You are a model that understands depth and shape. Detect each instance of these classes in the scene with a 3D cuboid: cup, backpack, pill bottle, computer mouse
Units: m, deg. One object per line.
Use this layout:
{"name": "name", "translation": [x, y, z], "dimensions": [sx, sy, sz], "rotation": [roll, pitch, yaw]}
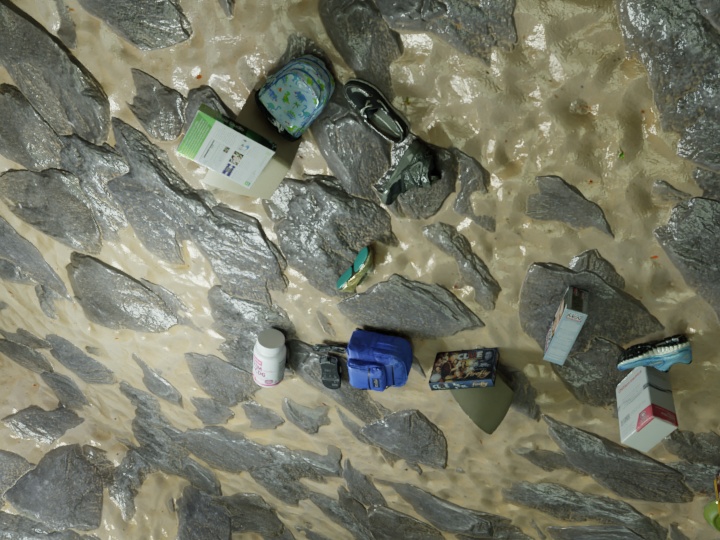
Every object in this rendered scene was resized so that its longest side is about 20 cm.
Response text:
{"name": "cup", "translation": [0.390, 0.381, 1.899], "dimensions": [0.143, 0.200, 0.200], "rotation": [-43, 105, 11]}
{"name": "backpack", "translation": [0.063, 0.301, 1.965], "dimensions": [0.199, 0.168, 0.163], "rotation": [5, 135, 14]}
{"name": "backpack", "translation": [-0.154, -0.429, 1.503], "dimensions": [0.200, 0.154, 0.163], "rotation": [-34, 103, 24]}
{"name": "pill bottle", "translation": [-0.319, 0.306, 2.154], "dimensions": [0.113, 0.114, 0.201], "rotation": [17, 130, 8]}
{"name": "computer mouse", "translation": [-0.078, 0.325, 2.124], "dimensions": [0.139, 0.046, 0.201], "rotation": [-3, 120, 18]}

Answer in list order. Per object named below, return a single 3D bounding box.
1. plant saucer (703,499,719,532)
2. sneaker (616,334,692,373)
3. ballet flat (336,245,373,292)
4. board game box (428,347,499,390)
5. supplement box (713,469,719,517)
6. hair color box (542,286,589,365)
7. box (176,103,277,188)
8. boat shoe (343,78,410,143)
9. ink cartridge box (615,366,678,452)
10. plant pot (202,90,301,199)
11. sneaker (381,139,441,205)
{"name": "plant saucer", "translation": [1.223, 0.807, 1.986], "dimensions": [0.199, 0.031, 0.201], "rotation": [11, 129, 13]}
{"name": "sneaker", "translation": [0.798, 0.247, 1.669], "dimensions": [0.199, 0.078, 0.090], "rotation": [-21, 100, 34]}
{"name": "ballet flat", "translation": [0.000, 0.000, 1.824], "dimensions": [0.070, 0.071, 0.200], "rotation": [34, 131, -7]}
{"name": "board game box", "translation": [0.317, 0.302, 1.881], "dimensions": [0.199, 0.136, 0.035], "rotation": [-10, 122, 27]}
{"name": "supplement box", "translation": [1.177, 0.633, 1.798], "dimensions": [0.196, 0.133, 0.201], "rotation": [8, 129, 16]}
{"name": "hair color box", "translation": [0.564, 0.153, 1.688], "dimensions": [0.060, 0.099, 0.201], "rotation": [17, 131, 9]}
{"name": "box", "translation": [-0.320, -0.293, 1.469], "dimensions": [0.199, 0.036, 0.144], "rotation": [25, 133, -24]}
{"name": "boat shoe", "translation": [0.035, -0.386, 1.500], "dimensions": [0.200, 0.060, 0.074], "rotation": [41, 131, -12]}
{"name": "ink cartridge box", "translation": [0.790, 0.376, 1.706], "dimensions": [0.084, 0.201, 0.146], "rotation": [22, 132, -3]}
{"name": "plant pot", "translation": [-0.271, -0.308, 1.610], "dimensions": [0.176, 0.201, 0.200], "rotation": [28, 133, -17]}
{"name": "sneaker", "translation": [0.132, -0.226, 1.577], "dimensions": [0.114, 0.076, 0.200], "rotation": [35, 126, 1]}
